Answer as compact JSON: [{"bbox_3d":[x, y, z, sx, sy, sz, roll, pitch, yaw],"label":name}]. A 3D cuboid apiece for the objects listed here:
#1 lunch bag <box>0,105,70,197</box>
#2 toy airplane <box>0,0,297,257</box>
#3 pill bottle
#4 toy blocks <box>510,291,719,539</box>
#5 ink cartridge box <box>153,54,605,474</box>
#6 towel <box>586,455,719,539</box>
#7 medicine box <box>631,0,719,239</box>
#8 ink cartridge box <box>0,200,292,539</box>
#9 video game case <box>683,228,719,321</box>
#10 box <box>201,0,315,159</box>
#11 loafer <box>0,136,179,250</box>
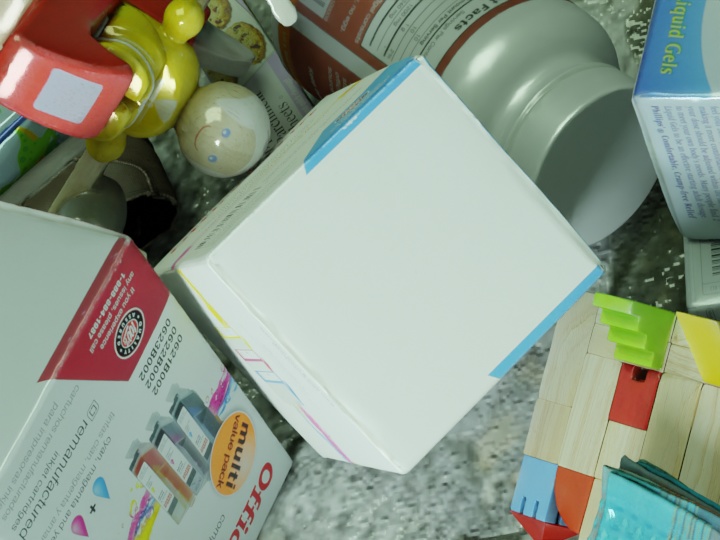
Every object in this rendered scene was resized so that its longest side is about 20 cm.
[{"bbox_3d":[-0.237,-0.081,1.435,0.161,0.083,0.200,-48,50,-10],"label":"lunch bag"},{"bbox_3d":[-0.096,-0.095,1.260,0.141,0.200,0.199,39,64,15],"label":"toy airplane"},{"bbox_3d":[0.054,-0.095,1.280,0.112,0.112,0.200,-43,49,-8],"label":"pill bottle"},{"bbox_3d":[0.133,0.089,1.105,0.200,0.099,0.138,15,90,55],"label":"toy blocks"},{"bbox_3d":[0.000,0.000,1.186,0.129,0.125,0.200,-44,7,-9],"label":"ink cartridge box"},{"bbox_3d":[0.119,0.190,1.023,0.146,0.022,0.201,27,103,46],"label":"towel"},{"bbox_3d":[0.240,-0.114,1.158,0.199,0.103,0.183,1,54,24],"label":"medicine box"},{"bbox_3d":[-0.149,0.083,1.194,0.144,0.200,0.146,13,63,30],"label":"ink cartridge box"},{"bbox_3d":[0.236,-0.070,1.209,0.181,0.022,0.201,-10,51,16],"label":"video game case"},{"bbox_3d":[-0.058,-0.103,1.389,0.041,0.039,0.200,-33,49,2],"label":"box"},{"bbox_3d":[-0.172,0.004,1.345,0.200,0.073,0.071,-45,49,-9],"label":"loafer"}]
